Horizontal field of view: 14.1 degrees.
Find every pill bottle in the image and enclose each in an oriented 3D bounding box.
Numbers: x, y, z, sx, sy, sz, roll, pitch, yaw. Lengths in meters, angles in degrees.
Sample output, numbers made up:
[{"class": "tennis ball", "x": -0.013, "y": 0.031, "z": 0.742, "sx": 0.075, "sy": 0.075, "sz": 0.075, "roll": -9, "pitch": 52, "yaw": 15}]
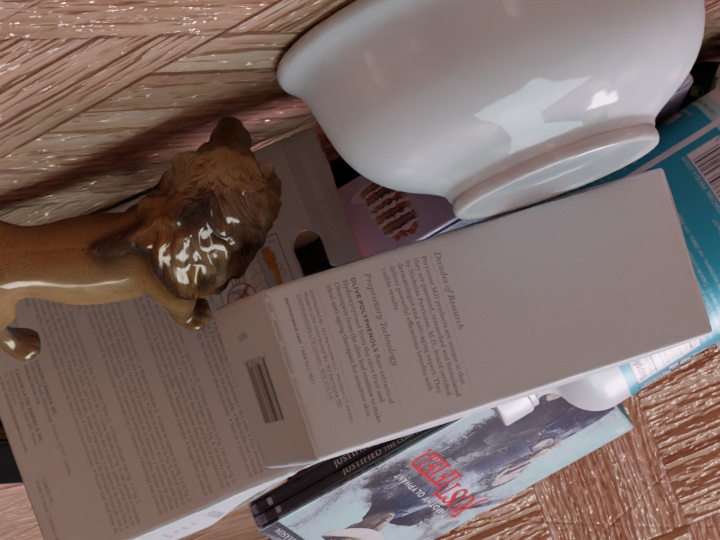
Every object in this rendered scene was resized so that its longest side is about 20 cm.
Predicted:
[{"class": "pill bottle", "x": 0.139, "y": -0.003, "z": 1.478, "sx": 0.200, "sy": 0.111, "sz": 0.111, "roll": -31, "pitch": 172, "yaw": -1}]

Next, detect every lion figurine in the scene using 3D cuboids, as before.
[{"class": "lion figurine", "x": -0.131, "y": -0.006, "z": 1.343, "sx": 0.200, "sy": 0.073, "sz": 0.123, "roll": -16, "pitch": 164, "yaw": -3}]

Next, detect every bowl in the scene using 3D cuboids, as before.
[{"class": "bowl", "x": 0.071, "y": -0.081, "z": 1.276, "sx": 0.201, "sy": 0.090, "sz": 0.201, "roll": -21, "pitch": 173, "yaw": -3}]

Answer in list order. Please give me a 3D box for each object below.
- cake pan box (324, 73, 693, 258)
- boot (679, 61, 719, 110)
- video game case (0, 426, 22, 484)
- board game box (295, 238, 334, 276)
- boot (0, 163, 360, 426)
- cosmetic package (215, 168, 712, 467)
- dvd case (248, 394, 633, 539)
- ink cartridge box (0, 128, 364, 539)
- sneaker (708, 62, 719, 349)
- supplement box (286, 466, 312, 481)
[{"class": "cake pan box", "x": 0.078, "y": -0.053, "z": 1.513, "sx": 0.200, "sy": 0.052, "sz": 0.184, "roll": -31, "pitch": 174, "yaw": -2}, {"class": "boot", "x": 0.154, "y": -0.054, "z": 1.640, "sx": 0.200, "sy": 0.139, "sz": 0.077, "roll": -6, "pitch": -159, "yaw": -29}, {"class": "video game case", "x": -0.185, "y": 0.081, "z": 1.616, "sx": 0.200, "sy": 0.026, "sz": 0.181, "roll": -5, "pitch": -167, "yaw": 30}, {"class": "board game box", "x": 0.000, "y": 0.000, "z": 1.685, "sx": 0.200, "sy": 0.035, "sz": 0.126, "roll": -18, "pitch": -169, "yaw": -30}, {"class": "boot", "x": -0.105, "y": 0.012, "z": 1.529, "sx": 0.200, "sy": 0.069, "sz": 0.188, "roll": -26, "pitch": 170, "yaw": 31}, {"class": "cosmetic package", "x": 0.047, "y": 0.024, "z": 1.346, "sx": 0.200, "sy": 0.085, "sz": 0.108, "roll": -18, "pitch": 179, "yaw": -17}, {"class": "dvd case", "x": 0.049, "y": 0.110, "z": 1.655, "sx": 0.200, "sy": 0.022, "sz": 0.146, "roll": -28, "pitch": 154, "yaw": 7}, {"class": "ink cartridge box", "x": -0.083, "y": 0.040, "z": 1.440, "sx": 0.200, "sy": 0.162, "sz": 0.050, "roll": -22, "pitch": 168, "yaw": 6}, {"class": "sneaker", "x": 0.243, "y": -0.037, "z": 1.600, "sx": 0.076, "sy": 0.200, "sz": 0.088, "roll": -12, "pitch": -159, "yaw": -25}, {"class": "supplement box", "x": 0.009, "y": 0.091, "z": 1.818, "sx": 0.103, "sy": 0.131, "sz": 0.200, "roll": -24, "pitch": 172, "yaw": 9}]
